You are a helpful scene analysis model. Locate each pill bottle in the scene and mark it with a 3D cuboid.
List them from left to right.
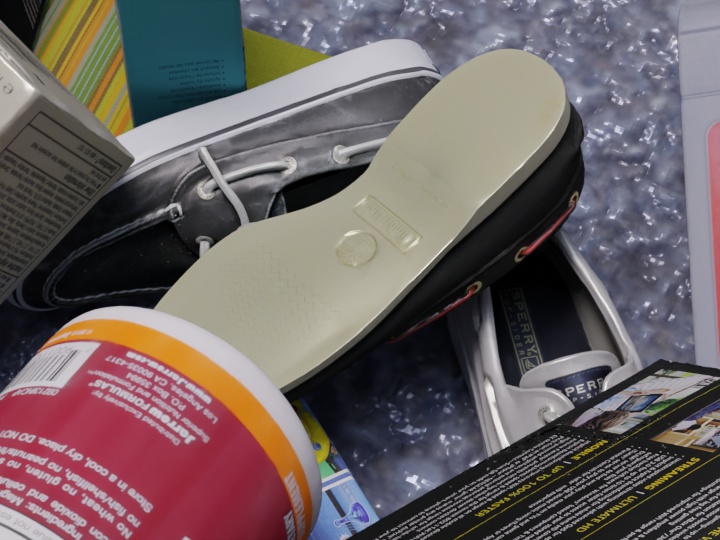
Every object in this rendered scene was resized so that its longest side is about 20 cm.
[{"bbox_3d":[-0.104,0.113,0.667,0.112,0.113,0.200,24,49,16],"label":"pill bottle"}]

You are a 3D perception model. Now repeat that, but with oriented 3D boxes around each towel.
[{"bbox_3d":[-0.068,-0.070,0.923,0.199,0.018,0.086,19,61,11],"label":"towel"}]

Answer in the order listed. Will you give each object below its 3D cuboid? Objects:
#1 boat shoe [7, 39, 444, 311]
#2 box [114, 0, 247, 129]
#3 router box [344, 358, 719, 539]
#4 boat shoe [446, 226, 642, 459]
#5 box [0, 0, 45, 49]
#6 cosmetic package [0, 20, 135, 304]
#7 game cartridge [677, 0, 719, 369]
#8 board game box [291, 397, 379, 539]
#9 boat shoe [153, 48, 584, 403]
[{"bbox_3d":[-0.048,-0.022,0.848,0.198,0.074,0.068,-22,59,-13],"label":"boat shoe"},{"bbox_3d":[-0.073,-0.125,0.828,0.049,0.200,0.083,-6,59,-4],"label":"box"},{"bbox_3d":[0.080,0.095,0.656,0.199,0.051,0.149,-26,19,-31],"label":"router box"},{"bbox_3d":[0.077,0.057,0.799,0.073,0.066,0.201,-16,55,-13],"label":"boat shoe"},{"bbox_3d":[-0.245,-0.107,0.894,0.198,0.079,0.142,9,61,8],"label":"box"},{"bbox_3d":[-0.190,-0.007,0.765,0.087,0.103,0.200,44,91,17],"label":"cosmetic package"},{"bbox_3d":[0.188,-0.013,0.789,0.132,0.041,0.202,-6,82,26],"label":"game cartridge"},{"bbox_3d":[-0.057,0.116,0.772,0.135,0.035,0.201,-23,57,-17],"label":"board game box"},{"bbox_3d":[0.001,0.002,0.792,0.201,0.063,0.074,-38,55,-6],"label":"boat shoe"}]
